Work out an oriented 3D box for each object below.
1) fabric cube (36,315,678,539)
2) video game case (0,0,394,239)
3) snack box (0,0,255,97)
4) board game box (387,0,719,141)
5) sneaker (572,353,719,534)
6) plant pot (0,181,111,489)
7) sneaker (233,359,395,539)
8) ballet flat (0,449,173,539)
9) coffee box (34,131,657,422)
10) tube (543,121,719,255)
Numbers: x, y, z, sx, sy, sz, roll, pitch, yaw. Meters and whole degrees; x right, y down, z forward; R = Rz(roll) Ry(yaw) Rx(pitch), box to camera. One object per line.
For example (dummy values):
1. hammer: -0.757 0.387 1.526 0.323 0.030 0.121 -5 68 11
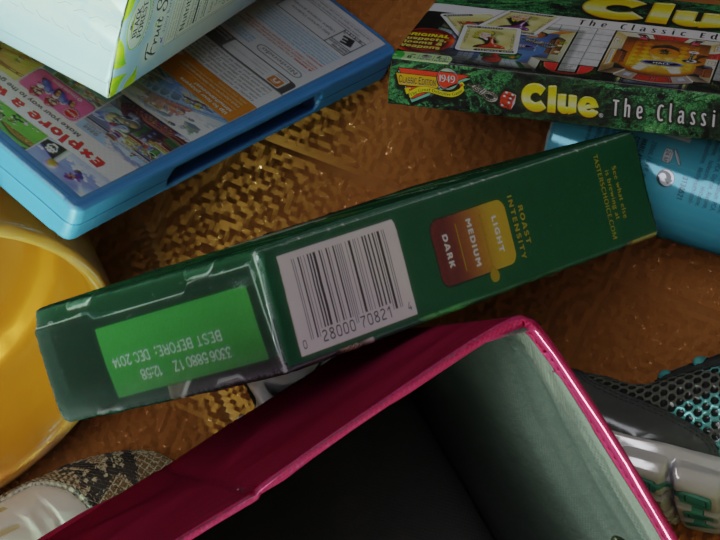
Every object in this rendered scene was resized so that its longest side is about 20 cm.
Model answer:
1. fabric cube: -0.002 0.147 0.707 0.199 0.199 0.197 -32 94 -13
2. video game case: -0.095 -0.093 0.841 0.143 0.200 0.018 39 129 16
3. snack box: -0.105 -0.161 0.841 0.168 0.200 0.068 27 127 14
4. board game box: 0.119 -0.078 0.827 0.198 0.105 0.024 7 113 13
5. sneaker: 0.153 0.054 0.813 0.198 0.078 0.092 13 73 7
6. plant pot: -0.218 -0.018 0.851 0.199 0.200 0.184 -32 59 5
7. sneaker: -0.022 0.124 0.835 0.080 0.075 0.202 13 83 5
8. ballet flat: -0.159 0.130 0.858 0.199 0.075 0.068 -28 74 6
9. coffee box: 0.000 0.000 0.769 0.122 0.199 0.044 -14 94 44
10. tube: 0.168 -0.025 0.830 0.198 0.051 0.078 17 61 14
